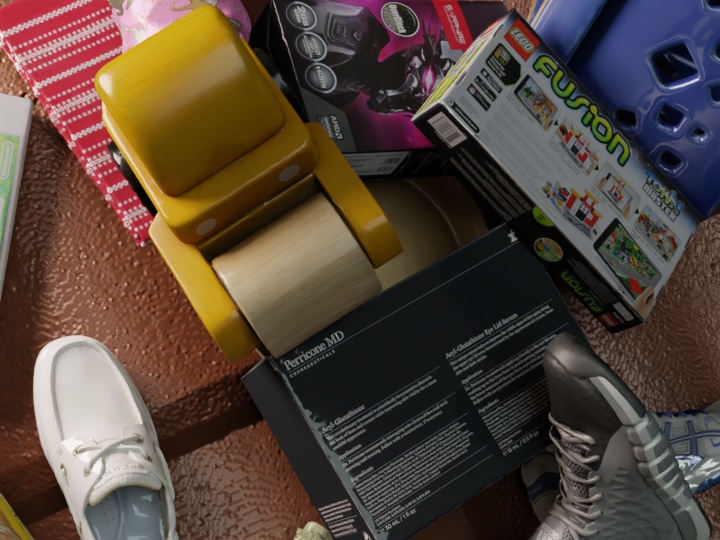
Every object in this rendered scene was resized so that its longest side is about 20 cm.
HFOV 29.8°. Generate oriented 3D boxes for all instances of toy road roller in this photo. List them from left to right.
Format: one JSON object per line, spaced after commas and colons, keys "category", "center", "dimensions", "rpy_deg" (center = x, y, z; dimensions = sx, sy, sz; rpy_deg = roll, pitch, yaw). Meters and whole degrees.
{"category": "toy road roller", "center": [-0.078, -0.060, 0.791], "dimensions": [0.123, 0.146, 0.200], "rpy_deg": [-33, 66, -3]}

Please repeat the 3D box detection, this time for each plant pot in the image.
{"category": "plant pot", "center": [0.000, 0.000, 0.944], "dimensions": [0.200, 0.027, 0.200], "rpy_deg": [5, 74, -17]}
{"category": "plant pot", "center": [0.227, -0.191, 0.958], "dimensions": [0.180, 0.200, 0.200], "rpy_deg": [28, 42, -3]}

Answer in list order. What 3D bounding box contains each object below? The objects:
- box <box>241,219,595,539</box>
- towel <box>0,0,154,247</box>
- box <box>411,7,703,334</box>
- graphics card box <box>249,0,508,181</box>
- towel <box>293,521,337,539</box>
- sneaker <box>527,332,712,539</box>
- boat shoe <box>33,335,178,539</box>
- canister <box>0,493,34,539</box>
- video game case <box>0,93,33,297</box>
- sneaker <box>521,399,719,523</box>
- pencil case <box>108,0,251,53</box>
{"category": "box", "center": [0.047, 0.076, 0.881], "dimensions": [0.200, 0.079, 0.141], "rpy_deg": [-28, 88, -24]}
{"category": "towel", "center": [-0.144, -0.125, 0.920], "dimensions": [0.145, 0.022, 0.200], "rpy_deg": [-31, 80, -24]}
{"category": "box", "center": [0.135, -0.066, 0.900], "dimensions": [0.200, 0.035, 0.110], "rpy_deg": [46, 54, -12]}
{"category": "graphics card box", "center": [0.031, -0.128, 0.953], "dimensions": [0.200, 0.051, 0.126], "rpy_deg": [-5, 68, -29]}
{"category": "towel", "center": [-0.018, 0.276, 0.855], "dimensions": [0.148, 0.036, 0.200], "rpy_deg": [28, 68, -9]}
{"category": "sneaker", "center": [0.137, 0.137, 0.836], "dimensions": [0.115, 0.075, 0.200], "rpy_deg": [-37, 122, -2]}
{"category": "boat shoe", "center": [-0.148, 0.130, 0.833], "dimensions": [0.071, 0.069, 0.200], "rpy_deg": [-18, 81, -21]}
{"category": "canister", "center": [-0.265, 0.165, 0.768], "dimensions": [0.148, 0.087, 0.200], "rpy_deg": [-36, 90, -13]}
{"category": "video game case", "center": [-0.312, -0.033, 0.849], "dimensions": [0.182, 0.022, 0.200], "rpy_deg": [10, 72, -16]}
{"category": "sneaker", "center": [0.205, 0.122, 0.953], "dimensions": [0.200, 0.075, 0.088], "rpy_deg": [-27, 84, -24]}
{"category": "pencil case", "center": [-0.132, -0.221, 0.906], "dimensions": [0.083, 0.086, 0.200], "rpy_deg": [6, 64, -47]}
